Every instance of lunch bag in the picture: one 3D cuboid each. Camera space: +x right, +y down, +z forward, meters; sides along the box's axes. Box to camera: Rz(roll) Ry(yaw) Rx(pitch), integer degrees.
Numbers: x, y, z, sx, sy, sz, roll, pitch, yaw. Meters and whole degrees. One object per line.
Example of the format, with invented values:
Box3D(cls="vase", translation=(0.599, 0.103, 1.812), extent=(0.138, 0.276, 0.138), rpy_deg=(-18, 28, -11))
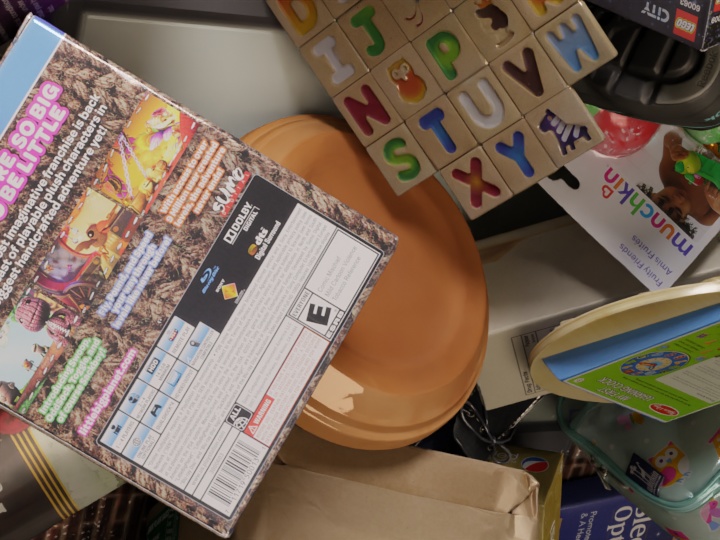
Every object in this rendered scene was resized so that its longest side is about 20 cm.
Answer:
Box3D(cls="lunch bag", translation=(0.236, 0.079, 1.147), extent=(0.200, 0.160, 0.077), rpy_deg=(-46, 136, -4))

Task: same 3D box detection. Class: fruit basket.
Box3D(cls="fruit basket", translation=(0.172, -0.118, 0.972), extent=(0.185, 0.094, 0.200), rpy_deg=(44, 71, -2))

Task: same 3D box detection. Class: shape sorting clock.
Box3D(cls="shape sorting clock", translation=(0.199, 0.043, 1.002), extent=(0.199, 0.039, 0.200), rpy_deg=(-8, 156, -4))

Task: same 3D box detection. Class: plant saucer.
Box3D(cls="plant saucer", translation=(0.000, 0.000, 0.943), extent=(0.200, 0.201, 0.037), rpy_deg=(12, 152, -35))

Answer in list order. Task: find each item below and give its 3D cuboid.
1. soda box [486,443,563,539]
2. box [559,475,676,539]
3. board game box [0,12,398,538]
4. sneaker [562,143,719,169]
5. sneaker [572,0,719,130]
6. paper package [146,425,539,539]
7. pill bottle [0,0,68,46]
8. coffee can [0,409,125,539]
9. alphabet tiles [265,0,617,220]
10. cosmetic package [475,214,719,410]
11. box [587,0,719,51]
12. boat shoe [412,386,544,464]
Box3D(cls="soda box", translation=(0.105, 0.224, 1.197), extent=(0.064, 0.068, 0.201), rpy_deg=(7, 120, 16))
Box3D(cls="box", translation=(0.199, 0.209, 1.290), extent=(0.199, 0.032, 0.122), rpy_deg=(-8, 123, -27))
Box3D(cls="board game box", translation=(-0.111, 0.006, 0.791), extent=(0.200, 0.097, 0.160), rpy_deg=(32, 81, -6))
Box3D(cls="sneaker", translation=(0.156, -0.088, 1.044), extent=(0.199, 0.077, 0.078), rpy_deg=(8, 117, -32))
Box3D(cls="sneaker", translation=(0.113, -0.120, 0.909), extent=(0.076, 0.200, 0.079), rpy_deg=(-62, 150, 0))
Box3D(cls="paper package", translation=(-0.022, 0.178, 1.008), extent=(0.190, 0.104, 0.200), rpy_deg=(14, 151, -19))
Box3D(cls="pill bottle", translation=(-0.167, -0.173, 0.776), extent=(0.200, 0.112, 0.113), rpy_deg=(-35, 131, -7))
Box3D(cls="coffee can", translation=(-0.180, 0.063, 0.899), extent=(0.200, 0.146, 0.147), rpy_deg=(-30, 130, -11))
Box3D(cls="alphabet tiles", translation=(0.038, -0.129, 0.881), extent=(0.166, 0.200, 0.006), rpy_deg=(-31, -175, 41))
Box3D(cls="cosmetic package", translation=(0.159, 0.013, 1.058), extent=(0.199, 0.071, 0.105), rpy_deg=(-15, 148, 3))
Box3D(cls="box", translation=(0.147, -0.182, 0.877), extent=(0.136, 0.200, 0.038), rpy_deg=(-23, 131, -36))
Box3D(cls="boat shoe", translation=(0.069, 0.107, 1.128), extent=(0.200, 0.062, 0.075), rpy_deg=(-34, 129, -9))
